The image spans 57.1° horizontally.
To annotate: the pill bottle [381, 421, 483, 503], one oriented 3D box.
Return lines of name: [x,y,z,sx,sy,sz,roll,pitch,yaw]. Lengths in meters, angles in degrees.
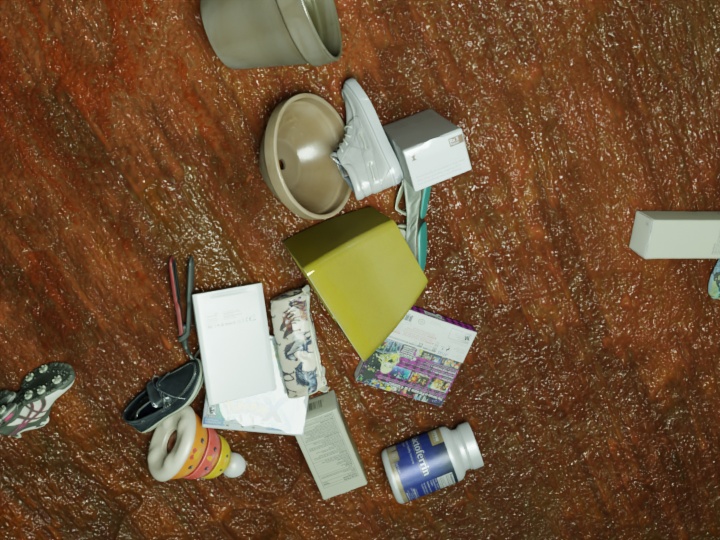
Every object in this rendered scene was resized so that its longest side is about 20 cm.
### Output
pill bottle: [0.151,0.398,1.389,0.197,0.116,0.117,-22,113,0]

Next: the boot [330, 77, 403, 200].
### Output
boot: [-0.011,-0.218,1.098,0.094,0.074,0.203,-24,74,-2]

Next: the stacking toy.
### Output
stacking toy: [-0.308,0.364,1.324,0.199,0.147,0.147,31,106,-37]

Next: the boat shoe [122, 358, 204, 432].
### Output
boat shoe: [-0.376,0.239,1.270,0.199,0.075,0.062,-39,141,12]

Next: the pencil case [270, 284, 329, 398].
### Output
pencil case: [-0.113,0.132,1.236,0.088,0.078,0.204,-9,95,17]

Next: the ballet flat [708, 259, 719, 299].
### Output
ballet flat: [0.770,-0.024,1.332,0.073,0.074,0.203,12,110,-12]

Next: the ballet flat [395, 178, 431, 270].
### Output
ballet flat: [0.094,-0.094,1.221,0.062,0.067,0.204,9,112,18]

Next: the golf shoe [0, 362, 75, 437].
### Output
golf shoe: [-0.611,0.245,1.254,0.198,0.078,0.088,-29,133,7]

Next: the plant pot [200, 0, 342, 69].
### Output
plant pot: [-0.141,-0.392,1.004,0.170,0.201,0.203,-14,114,15]

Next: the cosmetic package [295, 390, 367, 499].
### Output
cosmetic package: [-0.065,0.361,1.366,0.103,0.071,0.203,-18,113,0]

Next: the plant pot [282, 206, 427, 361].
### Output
plant pot: [0.000,0.000,1.176,0.175,0.200,0.202,-35,113,-5]

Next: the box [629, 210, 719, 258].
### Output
box: [0.637,-0.070,1.295,0.195,0.069,0.084,1,112,-8]

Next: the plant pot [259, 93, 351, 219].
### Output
plant pot: [-0.104,-0.185,1.110,0.091,0.201,0.204,-3,121,39]

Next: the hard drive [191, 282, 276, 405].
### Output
hard drive: [-0.233,0.134,1.227,0.129,0.027,0.205,-9,94,-23]

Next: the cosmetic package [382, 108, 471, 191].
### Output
cosmetic package: [0.104,-0.204,1.093,0.100,0.201,0.075,-20,115,1]

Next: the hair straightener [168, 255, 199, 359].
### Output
hair straightener: [-0.308,0.071,1.230,0.075,0.041,0.204,-3,107,-7]

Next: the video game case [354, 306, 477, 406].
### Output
video game case: [0.110,0.167,1.333,0.196,0.036,0.184,18,108,-14]

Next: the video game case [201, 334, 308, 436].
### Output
video game case: [-0.195,0.216,1.275,0.196,0.022,0.186,8,84,-11]
